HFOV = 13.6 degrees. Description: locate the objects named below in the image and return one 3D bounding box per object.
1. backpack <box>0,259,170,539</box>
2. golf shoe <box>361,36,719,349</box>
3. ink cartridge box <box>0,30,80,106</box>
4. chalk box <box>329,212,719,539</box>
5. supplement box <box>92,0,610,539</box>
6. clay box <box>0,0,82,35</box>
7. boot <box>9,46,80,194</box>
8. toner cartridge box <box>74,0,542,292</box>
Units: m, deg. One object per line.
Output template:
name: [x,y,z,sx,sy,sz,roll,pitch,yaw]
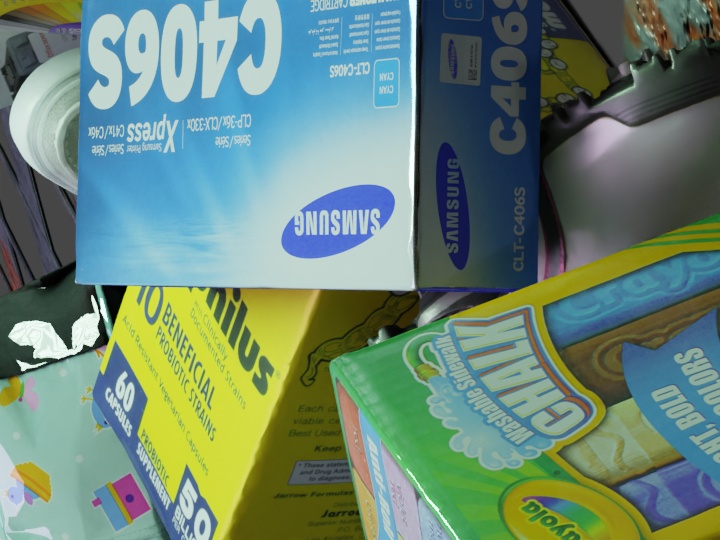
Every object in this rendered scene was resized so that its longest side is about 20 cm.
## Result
backpack: [-0.103,0.099,1.258,0.201,0.153,0.176,64,-168,-3]
golf shoe: [0.076,0.007,0.869,0.088,0.077,0.200,59,145,20]
ink cartridge box: [-0.121,-0.147,1.203,0.148,0.199,0.086,87,158,-62]
chalk box: [0.072,0.081,0.775,0.124,0.199,0.125,-126,21,-53]
supplement box: [0.000,0.000,1.004,0.109,0.109,0.201,56,137,42]
clay box: [-0.067,-0.120,1.058,0.115,0.199,0.048,108,167,-73]
boot: [-0.040,-0.032,1.220,0.096,0.199,0.074,46,117,49]
toner cartridge box: [-0.021,-0.041,0.888,0.200,0.043,0.095,-1,89,58]
